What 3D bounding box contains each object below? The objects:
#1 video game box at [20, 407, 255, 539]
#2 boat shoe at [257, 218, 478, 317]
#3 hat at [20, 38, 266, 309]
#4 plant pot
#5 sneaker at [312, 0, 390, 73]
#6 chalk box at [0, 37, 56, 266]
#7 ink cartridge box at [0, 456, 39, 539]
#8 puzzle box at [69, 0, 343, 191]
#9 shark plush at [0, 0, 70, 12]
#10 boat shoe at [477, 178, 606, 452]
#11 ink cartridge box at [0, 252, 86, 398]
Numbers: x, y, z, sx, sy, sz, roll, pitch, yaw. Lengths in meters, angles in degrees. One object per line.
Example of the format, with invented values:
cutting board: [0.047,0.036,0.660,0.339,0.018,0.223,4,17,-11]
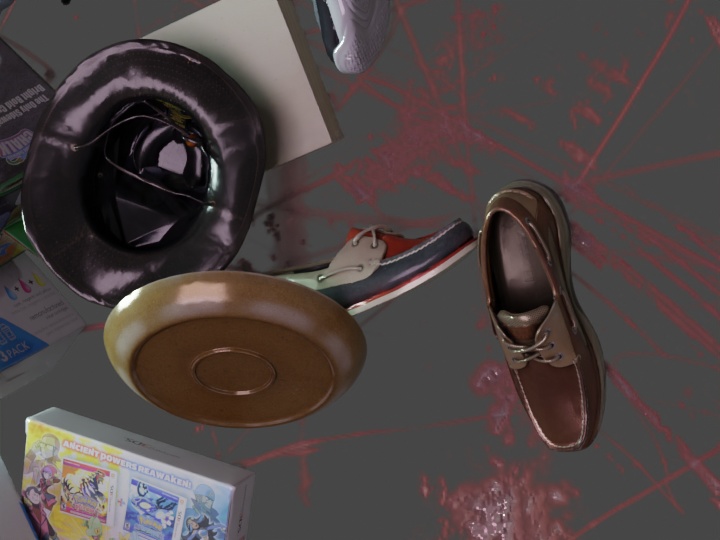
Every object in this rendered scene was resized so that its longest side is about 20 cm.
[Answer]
video game box: [-0.190,0.226,1.729,0.198,0.047,0.184,16,111,22]
boat shoe: [0.000,0.000,1.577,0.199,0.071,0.063,-25,88,32]
hat: [-0.159,-0.069,1.595,0.198,0.081,0.203,0,87,6]
plant pot: [-0.094,0.067,1.581,0.199,0.200,0.028,-20,50,27]
sneaker: [-0.047,-0.238,1.543,0.113,0.075,0.202,-7,92,27]
chalk box: [-0.295,-0.080,1.652,0.200,0.124,0.124,44,135,11]
ink cartridge box: [-0.361,0.249,1.765,0.200,0.084,0.147,-40,72,36]
puzzle box: [-0.121,-0.128,1.628,0.199,0.025,0.134,-20,93,28]
shark plush: [-0.252,-0.236,1.647,0.083,0.091,0.200,35,113,-19]
boat shoe: [0.123,0.038,1.522,0.075,0.072,0.202,-13,95,27]
ink cartridge box: [-0.332,0.008,1.704,0.200,0.115,0.068,47,126,9]
